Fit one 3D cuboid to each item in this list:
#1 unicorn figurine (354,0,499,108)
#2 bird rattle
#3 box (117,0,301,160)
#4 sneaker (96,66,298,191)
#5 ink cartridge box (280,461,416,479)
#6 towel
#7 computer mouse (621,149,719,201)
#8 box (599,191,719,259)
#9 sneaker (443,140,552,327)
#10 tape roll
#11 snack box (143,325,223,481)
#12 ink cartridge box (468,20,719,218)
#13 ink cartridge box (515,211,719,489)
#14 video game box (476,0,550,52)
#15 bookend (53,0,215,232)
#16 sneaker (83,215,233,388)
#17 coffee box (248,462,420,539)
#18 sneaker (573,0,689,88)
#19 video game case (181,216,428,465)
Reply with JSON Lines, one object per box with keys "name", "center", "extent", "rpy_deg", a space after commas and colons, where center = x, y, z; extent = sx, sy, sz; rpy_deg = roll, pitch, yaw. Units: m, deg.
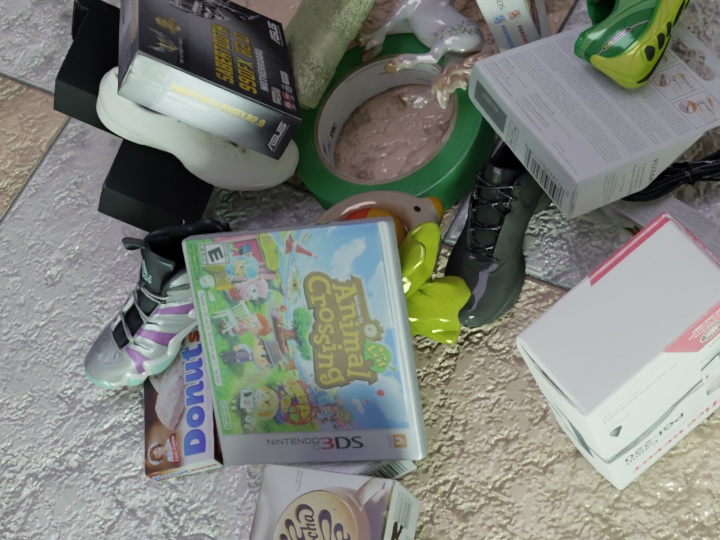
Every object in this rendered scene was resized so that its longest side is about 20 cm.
{"name": "unicorn figurine", "center": [0.063, -0.242, 1.179], "extent": [0.137, 0.074, 0.200], "rpy_deg": [-35, 70, -5]}
{"name": "bird rattle", "center": [0.000, 0.000, 1.078], "extent": [0.199, 0.113, 0.164], "rpy_deg": [-5, 46, 29]}
{"name": "box", "center": [-0.141, -0.197, 1.129], "extent": [0.048, 0.158, 0.200], "rpy_deg": [-56, 26, 27]}
{"name": "sneaker", "center": [-0.149, -0.135, 1.146], "extent": [0.199, 0.088, 0.076], "rpy_deg": [18, 70, -10]}
{"name": "ink cartridge box", "center": [-0.036, 0.108, 1.096], "extent": [0.109, 0.050, 0.201], "rpy_deg": [-28, 56, 7]}
{"name": "towel", "center": [-0.038, -0.241, 1.220], "extent": [0.149, 0.036, 0.200], "rpy_deg": [-58, 19, 12]}
{"name": "computer mouse", "center": [0.272, -0.150, 1.091], "extent": [0.139, 0.046, 0.201], "rpy_deg": [-10, 47, 0]}
{"name": "box", "center": [0.287, -0.020, 1.035], "extent": [0.200, 0.039, 0.041], "rpy_deg": [38, 82, 33]}
{"name": "sneaker", "center": [0.119, -0.048, 1.089], "extent": [0.076, 0.091, 0.201], "rpy_deg": [14, 71, 23]}
{"name": "tape roll", "center": [0.031, -0.137, 1.198], "extent": [0.199, 0.048, 0.202], "rpy_deg": [-10, 61, 18]}
{"name": "snack box", "center": [-0.171, 0.098, 1.171], "extent": [0.071, 0.024, 0.201], "rpy_deg": [-14, 59, 13]}
{"name": "ink cartridge box", "center": [0.218, -0.144, 1.060], "extent": [0.199, 0.057, 0.163], "rpy_deg": [-19, 54, -22]}
{"name": "ink cartridge box", "center": [0.211, 0.068, 0.923], "extent": [0.145, 0.200, 0.085], "rpy_deg": [-40, 61, -1]}
{"name": "video game box", "center": [0.134, -0.295, 1.159], "extent": [0.047, 0.182, 0.201], "rpy_deg": [-14, 59, 15]}
{"name": "bookend", "center": [-0.228, -0.138, 1.222], "extent": [0.198, 0.092, 0.201], "rpy_deg": [22, 69, -9]}
{"name": "sneaker", "center": [-0.193, 0.017, 1.123], "extent": [0.200, 0.140, 0.078], "rpy_deg": [-38, 57, -3]}
{"name": "coffee box", "center": [-0.032, 0.261, 0.949], "extent": [0.112, 0.080, 0.201], "rpy_deg": [4, 69, 21]}
{"name": "sneaker", "center": [0.243, -0.244, 1.064], "extent": [0.083, 0.074, 0.200], "rpy_deg": [24, 54, 12]}
{"name": "video game case", "center": [-0.046, 0.062, 1.006], "extent": [0.181, 0.022, 0.201], "rpy_deg": [-5, 103, 19]}
